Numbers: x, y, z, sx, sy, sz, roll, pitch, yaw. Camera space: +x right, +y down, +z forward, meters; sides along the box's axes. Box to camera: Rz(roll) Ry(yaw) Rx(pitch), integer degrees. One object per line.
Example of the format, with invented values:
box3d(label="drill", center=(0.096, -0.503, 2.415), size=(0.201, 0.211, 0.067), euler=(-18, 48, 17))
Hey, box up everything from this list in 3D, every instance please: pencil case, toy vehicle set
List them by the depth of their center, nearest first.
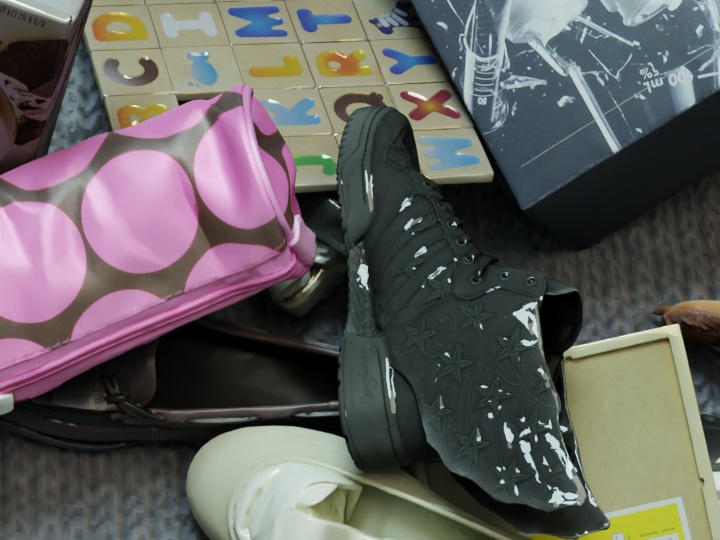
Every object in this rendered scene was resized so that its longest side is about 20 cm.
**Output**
box3d(label="pencil case", center=(-0.115, 0.001, 1.129), size=(0.199, 0.091, 0.094), euler=(-26, 50, -3))
box3d(label="toy vehicle set", center=(0.095, 0.133, 1.154), size=(0.124, 0.027, 0.201), euler=(-12, 84, 2))

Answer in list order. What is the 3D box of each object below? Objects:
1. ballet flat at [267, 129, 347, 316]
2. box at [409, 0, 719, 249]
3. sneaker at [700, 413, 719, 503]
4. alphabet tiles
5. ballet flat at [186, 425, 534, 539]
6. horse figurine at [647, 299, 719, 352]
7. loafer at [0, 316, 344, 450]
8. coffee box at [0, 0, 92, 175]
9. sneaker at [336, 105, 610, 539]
box3d(label="ballet flat", center=(0.000, 0.000, 1.226), size=(0.200, 0.068, 0.069), euler=(35, 85, 24))
box3d(label="box", center=(0.131, -0.143, 1.268), size=(0.199, 0.104, 0.183), euler=(-32, 71, 13))
box3d(label="sneaker", center=(0.143, 0.074, 1.232), size=(0.199, 0.073, 0.112), euler=(-20, 71, -24))
box3d(label="alphabet tiles", center=(-0.044, -0.103, 1.267), size=(0.166, 0.008, 0.201), euler=(-4, 43, -16))
box3d(label="ballet flat", center=(0.006, 0.112, 1.121), size=(0.199, 0.070, 0.070), euler=(17, 56, 23))
box3d(label="horse figurine", center=(0.227, 0.043, 1.221), size=(0.132, 0.200, 0.050), euler=(17, 96, -20))
box3d(label="loafer", center=(-0.078, 0.041, 1.191), size=(0.199, 0.063, 0.072), euler=(11, 60, -11))
box3d(label="coffee box", center=(-0.178, -0.092, 1.153), size=(0.112, 0.200, 0.080), euler=(19, 56, -4))
box3d(label="sneaker", center=(0.046, 0.016, 1.131), size=(0.104, 0.060, 0.201), euler=(-8, 60, 16))
